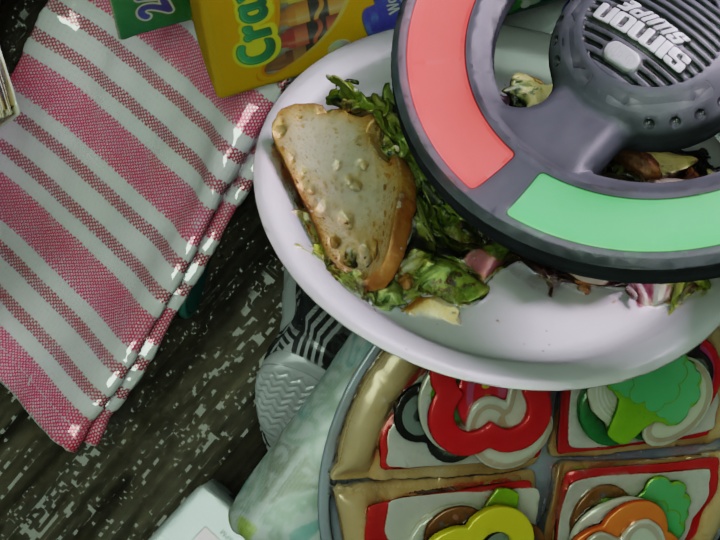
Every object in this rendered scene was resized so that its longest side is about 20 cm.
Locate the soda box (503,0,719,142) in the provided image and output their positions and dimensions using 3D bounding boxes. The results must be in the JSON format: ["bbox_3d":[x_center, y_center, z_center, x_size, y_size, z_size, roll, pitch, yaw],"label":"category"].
[{"bbox_3d":[0.102,-0.103,1.153,0.068,0.063,0.200,-33,85,1],"label":"soda box"}]

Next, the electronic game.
[{"bbox_3d":[0.110,-0.081,0.974,0.199,0.042,0.201,-3,57,5],"label":"electronic game"}]

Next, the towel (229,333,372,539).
[{"bbox_3d":[0.066,0.082,1.103,0.200,0.048,0.172,33,91,-30],"label":"towel"}]

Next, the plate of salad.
[{"bbox_3d":[0.058,-0.036,1.009,0.199,0.048,0.201,5,46,-6],"label":"plate of salad"}]

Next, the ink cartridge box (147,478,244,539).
[{"bbox_3d":[-0.076,0.221,1.164,0.162,0.057,0.200,43,87,6],"label":"ink cartridge box"}]

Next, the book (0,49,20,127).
[{"bbox_3d":[-0.224,-0.143,1.158,0.048,0.133,0.201,-15,86,-30],"label":"book"}]

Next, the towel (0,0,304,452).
[{"bbox_3d":[-0.119,-0.039,1.145,0.146,0.030,0.201,38,102,34],"label":"towel"}]

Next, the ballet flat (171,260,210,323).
[{"bbox_3d":[-0.079,-0.075,1.169,0.062,0.067,0.201,18,89,10],"label":"ballet flat"}]

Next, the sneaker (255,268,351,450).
[{"bbox_3d":[0.000,0.000,1.155,0.075,0.115,0.201,6,123,9],"label":"sneaker"}]

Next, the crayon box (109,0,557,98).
[{"bbox_3d":[-0.008,-0.144,1.051,0.199,0.126,0.052,-16,54,-5],"label":"crayon box"}]

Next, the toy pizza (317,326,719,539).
[{"bbox_3d":[0.078,0.082,1.055,0.199,0.032,0.201,-9,112,-21],"label":"toy pizza"}]
